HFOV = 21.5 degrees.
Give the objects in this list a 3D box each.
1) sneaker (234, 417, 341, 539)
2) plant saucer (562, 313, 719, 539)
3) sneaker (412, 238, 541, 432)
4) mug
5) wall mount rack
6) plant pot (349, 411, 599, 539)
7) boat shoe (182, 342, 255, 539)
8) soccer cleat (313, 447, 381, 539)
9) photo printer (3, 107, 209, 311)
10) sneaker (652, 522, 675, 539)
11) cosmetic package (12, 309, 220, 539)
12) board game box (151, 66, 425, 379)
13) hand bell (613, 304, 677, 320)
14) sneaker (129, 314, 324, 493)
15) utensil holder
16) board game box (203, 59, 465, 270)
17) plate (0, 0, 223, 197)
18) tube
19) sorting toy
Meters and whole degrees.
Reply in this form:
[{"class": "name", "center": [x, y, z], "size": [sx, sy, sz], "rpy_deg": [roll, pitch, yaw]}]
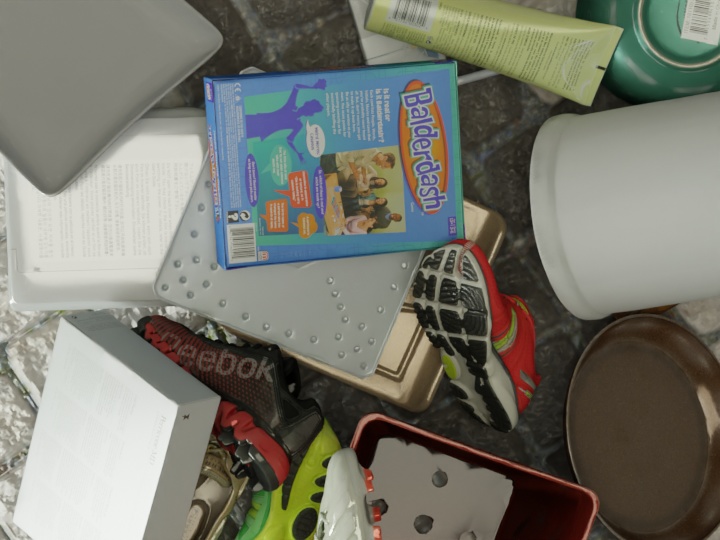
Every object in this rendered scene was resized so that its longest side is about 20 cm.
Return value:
[{"class": "sneaker", "center": [-0.063, 0.209, 1.601], "size": [0.074, 0.084, 0.200], "rpy_deg": [24, 112, -7]}, {"class": "plant saucer", "center": [0.239, 0.137, 1.586], "size": [0.200, 0.032, 0.201], "rpy_deg": [8, 76, -35]}, {"class": "sneaker", "center": [0.103, 0.041, 1.564], "size": [0.085, 0.077, 0.200], "rpy_deg": [-48, 139, -30]}, {"class": "mug", "center": [0.250, -0.221, 1.556], "size": [0.152, 0.114, 0.185], "rpy_deg": [-36, 96, 1]}, {"class": "wall mount rack", "center": [0.061, -0.208, 1.569], "size": [0.173, 0.075, 0.201], "rpy_deg": [-18, 97, -5]}, {"class": "plant pot", "center": [0.058, 0.227, 1.554], "size": [0.199, 0.176, 0.201], "rpy_deg": [20, 93, -4]}, {"class": "boat shoe", "center": [-0.121, 0.159, 1.596], "size": [0.072, 0.065, 0.200], "rpy_deg": [23, 93, -4]}, {"class": "soccer cleat", "center": [-0.020, 0.234, 1.431], "size": [0.077, 0.069, 0.201], "rpy_deg": [-3, 98, 1]}, {"class": "photo printer", "center": [-0.193, -0.052, 1.573], "size": [0.199, 0.069, 0.167], "rpy_deg": [-3, 95, -3]}, {"class": "sneaker", "center": [0.198, 0.294, 1.617], "size": [0.087, 0.074, 0.200], "rpy_deg": [26, 98, -11]}, {"class": "cosmetic package", "center": [-0.200, 0.155, 1.532], "size": [0.151, 0.052, 0.200], "rpy_deg": [35, 118, 36]}, {"class": "board game box", "center": [-0.045, -0.038, 1.548], "size": [0.200, 0.026, 0.200], "rpy_deg": [22, 92, -16]}, {"class": "hand bell", "center": [0.304, -0.007, 1.605], "size": [0.200, 0.104, 0.104], "rpy_deg": [-27, 96, 13]}, {"class": "sneaker", "center": [-0.105, 0.091, 1.543], "size": [0.098, 0.071, 0.200], "rpy_deg": [-38, 55, -19]}, {"class": "utensil holder", "center": [0.258, -0.055, 1.505], "size": [0.200, 0.170, 0.170], "rpy_deg": [-8, 96, 28]}, {"class": "board game box", "center": [-0.019, -0.086, 1.510], "size": [0.199, 0.045, 0.153], "rpy_deg": [-5, 99, -12]}, {"class": "plate", "center": [-0.246, -0.181, 1.540], "size": [0.200, 0.032, 0.200], "rpy_deg": [42, 73, 13]}, {"class": "tube", "center": [0.103, -0.189, 1.518], "size": [0.199, 0.058, 0.052], "rpy_deg": [15, 78, -5]}, {"class": "sorting toy", "center": [0.000, 0.000, 1.607], "size": [0.200, 0.036, 0.186], "rpy_deg": [24, 93, 0]}]
